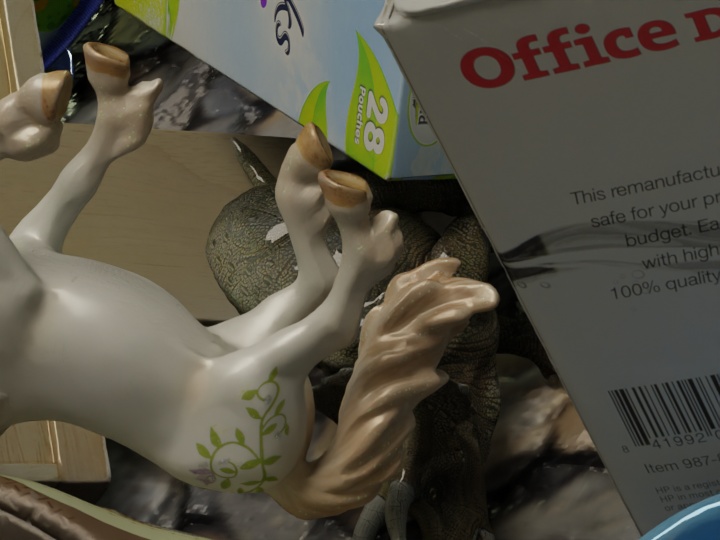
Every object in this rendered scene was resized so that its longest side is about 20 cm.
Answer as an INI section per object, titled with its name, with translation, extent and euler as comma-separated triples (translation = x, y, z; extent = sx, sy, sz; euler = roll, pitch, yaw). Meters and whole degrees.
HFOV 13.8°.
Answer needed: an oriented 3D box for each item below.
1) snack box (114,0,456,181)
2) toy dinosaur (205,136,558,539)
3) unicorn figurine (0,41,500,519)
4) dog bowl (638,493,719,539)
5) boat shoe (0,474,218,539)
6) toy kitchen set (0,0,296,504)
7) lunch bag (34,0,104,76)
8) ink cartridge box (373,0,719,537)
[snack box]
translation = -0.003, -0.137, 0.924
extent = 0.067, 0.169, 0.200
euler = -4, 21, -30
[toy dinosaur]
translation = 0.000, 0.000, 0.897
extent = 0.102, 0.077, 0.200
euler = -15, 46, -30
[unicorn figurine]
translation = -0.075, 0.010, 0.818
extent = 0.199, 0.138, 0.074
euler = 28, 21, 15
[dog bowl]
translation = 0.141, 0.094, 0.721
extent = 0.199, 0.050, 0.112
euler = -9, 38, 27
[boat shoe]
translation = -0.061, 0.100, 0.829
extent = 0.199, 0.076, 0.072
euler = 13, 92, 19
[toy kitchen set]
translation = -0.123, 0.016, 1.021
extent = 0.163, 0.181, 0.201
euler = 2, 61, -25
[lunch bag]
translation = -0.174, -0.138, 1.206
extent = 0.200, 0.127, 0.170
euler = -54, 29, 16
[ink cartridge box]
translation = 0.114, -0.026, 0.764
extent = 0.145, 0.200, 0.084
euler = -11, 37, 25
